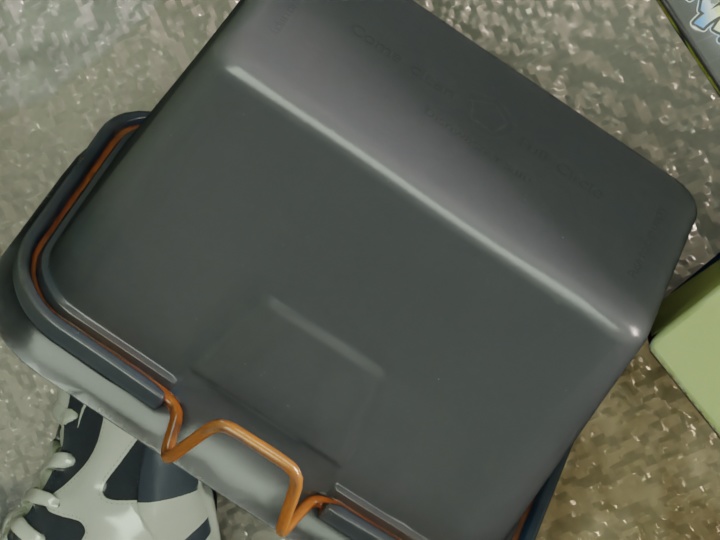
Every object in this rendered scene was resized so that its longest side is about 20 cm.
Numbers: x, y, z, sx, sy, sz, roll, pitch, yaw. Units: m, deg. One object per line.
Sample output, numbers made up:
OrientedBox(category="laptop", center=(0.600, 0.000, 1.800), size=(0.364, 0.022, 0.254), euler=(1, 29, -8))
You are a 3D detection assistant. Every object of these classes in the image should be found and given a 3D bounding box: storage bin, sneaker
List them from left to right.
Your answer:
OrientedBox(category="sneaker", center=(-0.112, 0.088, 0.887), size=(0.129, 0.079, 0.200), euler=(-13, 102, -1))
OrientedBox(category="storage bin", center=(0.000, 0.000, 0.804), size=(0.200, 0.146, 0.134), euler=(33, 131, -3))

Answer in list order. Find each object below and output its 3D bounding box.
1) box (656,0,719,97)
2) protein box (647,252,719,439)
OrientedBox(category="box", center=(0.176, -0.039, 0.734), size=(0.110, 0.035, 0.200), euler=(-34, 88, 7))
OrientedBox(category="protein box", center=(0.230, 0.035, 0.818), size=(0.198, 0.135, 0.200), euler=(-40, 88, 7))
